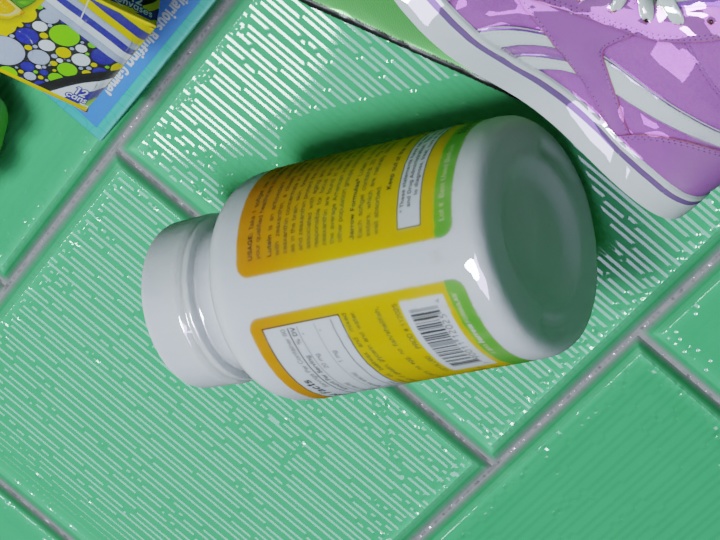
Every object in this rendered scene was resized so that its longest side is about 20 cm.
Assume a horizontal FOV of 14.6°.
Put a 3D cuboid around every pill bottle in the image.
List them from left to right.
[{"bbox_3d":[0.000,0.000,1.312,0.199,0.111,0.111,-11,117,33],"label":"pill bottle"}]

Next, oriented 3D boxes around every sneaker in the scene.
[{"bbox_3d":[0.102,-0.122,1.198,0.200,0.073,0.114,35,128,-14],"label":"sneaker"}]

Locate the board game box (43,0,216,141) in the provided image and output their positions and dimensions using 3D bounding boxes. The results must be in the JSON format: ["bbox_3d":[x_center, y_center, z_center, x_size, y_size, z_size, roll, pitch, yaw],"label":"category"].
[{"bbox_3d":[-0.152,-0.177,1.307,0.200,0.045,0.152,40,131,-4],"label":"board game box"}]

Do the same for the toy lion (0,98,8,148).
[{"bbox_3d":[-0.268,-0.058,1.427,0.190,0.069,0.201,-1,140,11],"label":"toy lion"}]

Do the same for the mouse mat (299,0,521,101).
[{"bbox_3d":[0.053,-0.172,1.232,0.160,0.008,0.201,25,129,9],"label":"mouse mat"}]

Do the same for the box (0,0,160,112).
[{"bbox_3d":[-0.186,-0.150,1.224,0.199,0.065,0.070,24,136,-23],"label":"box"}]
